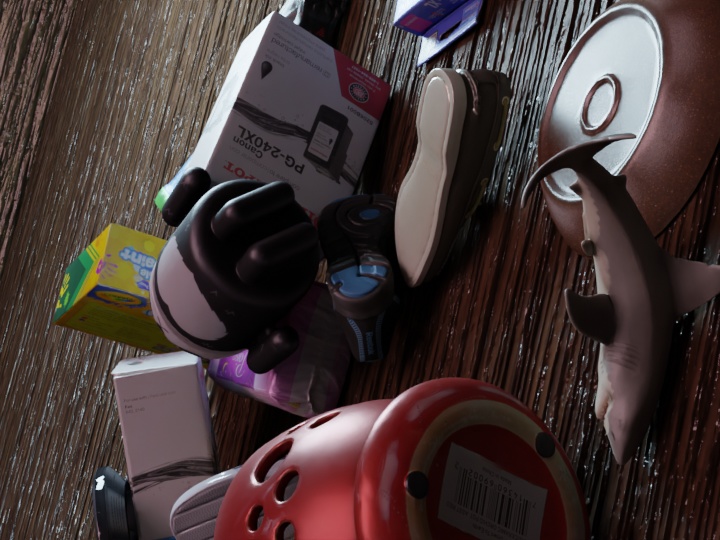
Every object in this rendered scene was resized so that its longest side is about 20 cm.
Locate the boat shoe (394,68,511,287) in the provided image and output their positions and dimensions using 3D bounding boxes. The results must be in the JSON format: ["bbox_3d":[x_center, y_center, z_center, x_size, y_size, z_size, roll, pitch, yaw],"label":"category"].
[{"bbox_3d":[0.072,-0.071,1.110,0.072,0.060,0.203,-122,33,-43],"label":"boat shoe"}]

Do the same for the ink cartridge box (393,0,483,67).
[{"bbox_3d":[0.081,-0.302,1.284,0.119,0.042,0.203,-24,54,61],"label":"ink cartridge box"}]

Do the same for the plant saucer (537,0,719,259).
[{"bbox_3d":[0.175,-0.109,0.946,0.200,0.036,0.202,-46,35,45],"label":"plant saucer"}]

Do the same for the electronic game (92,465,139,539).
[{"bbox_3d":[-0.222,0.284,1.305,0.200,0.041,0.203,168,90,-85],"label":"electronic game"}]

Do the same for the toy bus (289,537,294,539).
[{"bbox_3d":[-0.059,0.236,1.197,0.079,0.064,0.200,-70,23,6],"label":"toy bus"}]

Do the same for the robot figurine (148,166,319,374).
[{"bbox_3d":[-0.112,0.000,1.210,0.200,0.123,0.152,-43,37,54],"label":"robot figurine"}]

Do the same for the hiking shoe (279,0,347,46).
[{"bbox_3d":[-0.070,-0.242,1.558,0.202,0.075,0.101,-68,14,-11],"label":"hiking shoe"}]

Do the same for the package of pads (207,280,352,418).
[{"bbox_3d":[-0.074,0.070,1.331,0.200,0.075,0.122,5,75,66],"label":"package of pads"}]

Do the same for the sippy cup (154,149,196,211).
[{"bbox_3d":[-0.139,-0.098,1.540,0.177,0.139,0.131,38,100,38],"label":"sippy cup"}]

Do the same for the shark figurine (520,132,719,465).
[{"bbox_3d":[0.168,-0.008,0.816,0.088,0.216,0.128,-2,33,27],"label":"shark figurine"}]

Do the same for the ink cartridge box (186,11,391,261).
[{"bbox_3d":[-0.072,-0.118,1.318,0.083,0.144,0.202,-31,35,55],"label":"ink cartridge box"}]

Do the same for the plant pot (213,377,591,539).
[{"bbox_3d":[0.031,0.177,0.876,0.182,0.199,0.203,-29,48,50],"label":"plant pot"}]

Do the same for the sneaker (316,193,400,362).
[{"bbox_3d":[0.000,0.000,1.213,0.201,0.072,0.083,-83,-14,-58],"label":"sneaker"}]

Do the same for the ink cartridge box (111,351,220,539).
[{"bbox_3d":[-0.180,0.186,1.339,0.146,0.085,0.203,-155,58,-84],"label":"ink cartridge box"}]

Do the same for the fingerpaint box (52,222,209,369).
[{"bbox_3d":[-0.211,0.032,1.507,0.167,0.198,0.074,-31,46,58],"label":"fingerpaint box"}]

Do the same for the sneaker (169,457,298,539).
[{"bbox_3d":[-0.058,0.176,1.132,0.071,0.198,0.074,-109,2,-78],"label":"sneaker"}]
